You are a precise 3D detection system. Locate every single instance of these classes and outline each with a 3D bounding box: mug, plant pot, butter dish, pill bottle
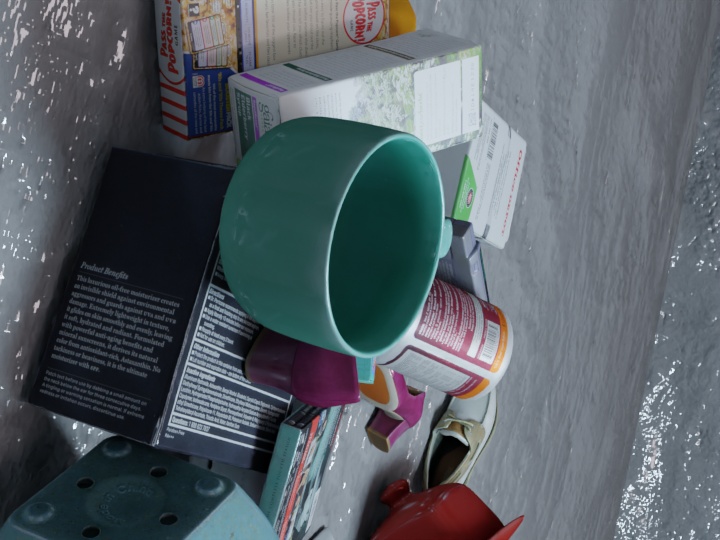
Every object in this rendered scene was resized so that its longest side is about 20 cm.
[{"bbox_3d":[-0.020,-0.020,0.790,0.154,0.113,0.185,-64,148,-19],"label":"mug"},{"bbox_3d":[-0.161,0.240,0.790,0.196,0.193,0.203,-40,139,-52],"label":"plant pot"},{"bbox_3d":[0.078,0.332,1.418,0.200,0.149,0.199,-41,164,22],"label":"butter dish"},{"bbox_3d":[0.059,0.057,1.199,0.198,0.109,0.111,25,76,-29],"label":"pill bottle"}]

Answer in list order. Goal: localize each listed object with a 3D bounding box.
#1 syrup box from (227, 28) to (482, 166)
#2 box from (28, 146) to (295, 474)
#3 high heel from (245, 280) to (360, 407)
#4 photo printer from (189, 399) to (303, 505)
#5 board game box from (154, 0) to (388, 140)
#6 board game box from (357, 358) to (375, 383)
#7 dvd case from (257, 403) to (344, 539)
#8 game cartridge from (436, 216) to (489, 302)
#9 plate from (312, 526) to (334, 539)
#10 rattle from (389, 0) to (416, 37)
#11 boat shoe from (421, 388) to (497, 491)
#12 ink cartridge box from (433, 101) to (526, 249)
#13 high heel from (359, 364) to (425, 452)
[{"bbox_3d":[-0.001,-0.129,0.894,0.197,0.081,0.080,-19,120,-29],"label":"syrup box"},{"bbox_3d":[-0.127,0.037,0.877,0.200,0.121,0.202,37,68,-64],"label":"box"},{"bbox_3d":[-0.005,0.023,0.877,0.202,0.095,0.068,-63,151,-32],"label":"high heel"},{"bbox_3d":[-0.088,0.146,1.053,0.200,0.068,0.170,25,78,-67],"label":"photo printer"},{"bbox_3d":[-0.065,-0.198,0.900,0.197,0.046,0.154,-15,116,-33],"label":"board game box"},{"bbox_3d":[0.000,0.000,1.031,0.152,0.044,0.204,78,16,-83],"label":"board game box"},{"bbox_3d":[-0.055,0.182,0.972,0.200,0.022,0.149,-21,127,-77],"label":"dvd case"},{"bbox_3d":[0.085,0.012,1.301,0.039,0.127,0.202,-60,149,-36],"label":"game cartridge"},{"bbox_3d":[-0.073,0.421,1.252,0.199,0.032,0.204,-34,131,-57],"label":"plate"},{"bbox_3d":[0.011,-0.174,1.187,0.128,0.143,0.202,-20,141,-24],"label":"rattle"},{"bbox_3d":[0.139,0.230,1.566,0.068,0.073,0.203,52,55,-65],"label":"boat shoe"},{"bbox_3d":[0.128,-0.118,1.386,0.199,0.083,0.149,22,80,-64],"label":"ink cartridge box"},{"bbox_3d":[0.045,0.130,1.325,0.096,0.067,0.202,-51,149,-28],"label":"high heel"}]
